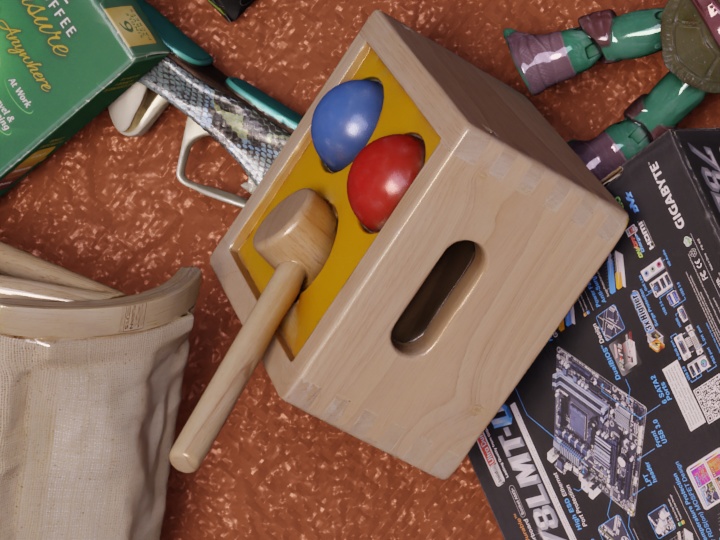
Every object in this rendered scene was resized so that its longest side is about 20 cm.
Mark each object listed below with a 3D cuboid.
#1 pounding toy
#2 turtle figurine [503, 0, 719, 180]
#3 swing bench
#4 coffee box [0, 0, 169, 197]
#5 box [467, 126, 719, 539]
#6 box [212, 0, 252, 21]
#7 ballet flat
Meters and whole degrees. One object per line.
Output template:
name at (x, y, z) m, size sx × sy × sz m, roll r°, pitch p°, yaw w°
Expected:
pounding toy at (0.000, 0.000, 1.283) m, size 0.142 × 0.184 × 0.200 m, roll 28°, pitch 104°, yaw -27°
turtle figurine at (0.182, -0.125, 1.358) m, size 0.199 × 0.101 × 0.150 m, roll -28°, pitch 82°, yaw 8°
swing bench at (-0.196, 0.085, 1.311) m, size 0.199 × 0.130 × 0.200 m, roll 14°, pitch 108°, yaw 17°
coffee box at (-0.204, -0.101, 1.384) m, size 0.200 × 0.044 × 0.123 m, roll -39°, pitch 81°, yaw 25°
box at (0.135, 0.065, 1.297) m, size 0.198 × 0.050 × 0.201 m, roll -40°, pitch 66°, yaw 40°
box at (-0.056, -0.257, 1.373) m, size 0.149 × 0.124 × 0.200 m, roll 43°, pitch 89°, yaw 9°
ballet flat at (-0.090, -0.084, 1.396) m, size 0.200 × 0.074 × 0.074 m, roll 36°, pitch 89°, yaw 11°
